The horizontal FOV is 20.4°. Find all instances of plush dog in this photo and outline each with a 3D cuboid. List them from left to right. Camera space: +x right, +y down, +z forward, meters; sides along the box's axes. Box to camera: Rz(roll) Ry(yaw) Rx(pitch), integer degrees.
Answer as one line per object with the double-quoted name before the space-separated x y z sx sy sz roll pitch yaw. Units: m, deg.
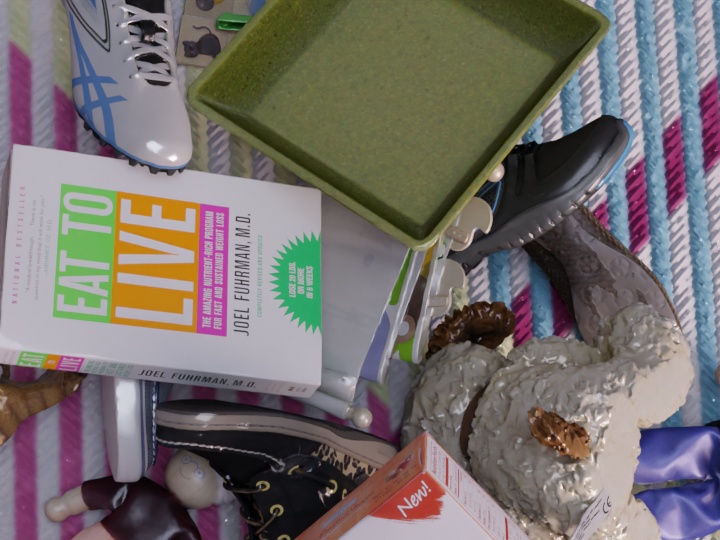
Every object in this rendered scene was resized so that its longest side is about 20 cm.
"plush dog" 0.097 0.108 1.271 0.160 0.171 0.202 16 81 -48

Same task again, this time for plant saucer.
"plant saucer" 0.025 -0.121 1.274 0.199 0.048 0.200 33 72 23

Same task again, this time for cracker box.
"cracker box" 0.054 0.212 1.177 0.134 0.058 0.200 -41 102 15

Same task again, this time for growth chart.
"growth chart" 0.000 0.000 1.286 0.144 0.018 0.201 26 88 27

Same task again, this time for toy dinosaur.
"toy dinosaur" -0.258 0.106 1.252 0.200 0.060 0.106 -43 91 -14

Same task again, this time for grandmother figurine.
"grandmother figurine" -0.146 0.177 1.260 0.121 0.061 0.200 43 76 5

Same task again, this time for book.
"book" -0.123 0.004 1.235 0.198 0.048 0.135 7 64 -17

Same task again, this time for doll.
"doll" 0.251 0.131 1.350 0.198 0.048 0.138 -5 82 -11

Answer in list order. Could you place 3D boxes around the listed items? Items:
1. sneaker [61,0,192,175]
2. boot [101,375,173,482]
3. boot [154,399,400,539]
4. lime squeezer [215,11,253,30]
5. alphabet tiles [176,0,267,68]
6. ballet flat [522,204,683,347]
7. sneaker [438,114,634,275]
"sneaker" -0.147 -0.145 1.271 0.071 0.073 0.201 5 48 -32
"boot" -0.118 0.035 1.279 0.089 0.073 0.202 2 73 -14
"boot" -0.060 0.162 1.236 0.199 0.073 0.152 19 81 -52
"lime squeezer" 0.005 -0.145 1.331 0.199 0.038 0.071 30 39 19
"alphabet tiles" -0.023 -0.173 1.373 0.198 0.006 0.168 9 79 -9
"ballet flat" 0.148 -0.008 1.358 0.067 0.046 0.200 -42 92 15
"sneaker" 0.084 -0.051 1.299 0.199 0.073 0.082 -32 91 16
